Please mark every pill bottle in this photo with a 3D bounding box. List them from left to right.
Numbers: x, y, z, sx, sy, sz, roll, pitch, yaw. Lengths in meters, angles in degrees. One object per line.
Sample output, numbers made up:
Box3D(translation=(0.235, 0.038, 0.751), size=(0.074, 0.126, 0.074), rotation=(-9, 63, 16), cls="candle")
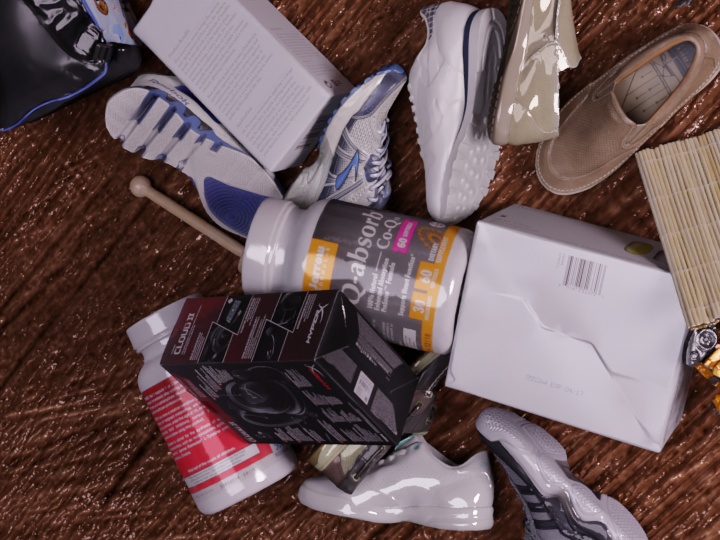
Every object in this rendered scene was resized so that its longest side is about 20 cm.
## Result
Box3D(translation=(-0.152, 0.130, 1.460), size=(0.112, 0.112, 0.201), rotation=(-28, 88, 25), cls="pill bottle")
Box3D(translation=(0.000, 0.000, 1.328), size=(0.198, 0.116, 0.118), rotation=(12, 104, 11), cls="pill bottle")

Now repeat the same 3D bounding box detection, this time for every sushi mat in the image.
Box3D(translation=(0.293, -0.041, 1.209), size=(0.095, 0.012, 0.201), rotation=(-19, 48, 13), cls="sushi mat")

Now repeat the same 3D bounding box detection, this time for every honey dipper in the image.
Box3D(translation=(-0.155, -0.042, 1.473), size=(0.199, 0.038, 0.038), rotation=(33, 111, 17), cls="honey dipper")

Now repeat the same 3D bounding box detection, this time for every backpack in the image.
Box3D(translation=(-0.319, -0.255, 1.445), size=(0.199, 0.154, 0.192), rotation=(-22, 98, 19), cls="backpack")

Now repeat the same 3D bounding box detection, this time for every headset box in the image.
Box3D(translation=(-0.071, 0.092, 1.328), size=(0.199, 0.078, 0.149), rotation=(-3, 143, 37), cls="headset box")

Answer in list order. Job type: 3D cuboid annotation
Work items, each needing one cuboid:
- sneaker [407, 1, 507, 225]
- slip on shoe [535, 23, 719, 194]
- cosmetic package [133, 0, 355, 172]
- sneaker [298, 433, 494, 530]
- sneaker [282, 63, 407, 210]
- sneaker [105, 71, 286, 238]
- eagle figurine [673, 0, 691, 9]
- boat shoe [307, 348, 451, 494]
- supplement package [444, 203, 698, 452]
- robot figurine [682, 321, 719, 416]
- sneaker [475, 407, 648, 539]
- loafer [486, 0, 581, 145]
Box3D(translation=(0.081, -0.143, 1.338), size=(0.080, 0.076, 0.202), rotation=(12, 97, 30), cls="sneaker")
Box3D(translation=(0.227, -0.138, 1.273), size=(0.199, 0.061, 0.076), rotation=(-37, 84, 25), cls="slip on shoe")
Box3D(translation=(-0.111, -0.201, 1.405), size=(0.200, 0.071, 0.102), rotation=(46, 114, 10), cls="cosmetic package")
Box3D(translation=(0.036, 0.201, 1.423), size=(0.198, 0.075, 0.090), rotation=(1, 85, 20), cls="sneaker")
Box3D(translation=(0.002, -0.103, 1.381), size=(0.085, 0.077, 0.201), rotation=(35, 119, 6), cls="sneaker")
Box3D(translation=(-0.152, -0.132, 1.434), size=(0.199, 0.116, 0.080), rotation=(39, 117, -19), cls="sneaker")
Box3D(translation=(0.326, -0.307, 1.167), size=(0.198, 0.152, 0.152), rotation=(-12, 115, 20), cls="eagle figurine")
Box3D(translation=(0.040, 0.130, 1.388), size=(0.201, 0.072, 0.066), rotation=(-43, 95, 3), cls="boat shoe")
Box3D(translation=(0.196, 0.045, 1.292), size=(0.198, 0.111, 0.157), rotation=(16, 106, 19), cls="supplement package")
Box3D(translation=(0.357, 0.043, 1.204), size=(0.145, 0.058, 0.200), rotation=(44, 89, -3), cls="robot figurine")
Box3D(translation=(0.162, 0.227, 1.358), size=(0.200, 0.075, 0.114), rotation=(43, 110, 9), cls="sneaker")
Box3D(translation=(0.162, -0.204, 1.286), size=(0.068, 0.076, 0.202), rotation=(12, 98, -5), cls="loafer")
